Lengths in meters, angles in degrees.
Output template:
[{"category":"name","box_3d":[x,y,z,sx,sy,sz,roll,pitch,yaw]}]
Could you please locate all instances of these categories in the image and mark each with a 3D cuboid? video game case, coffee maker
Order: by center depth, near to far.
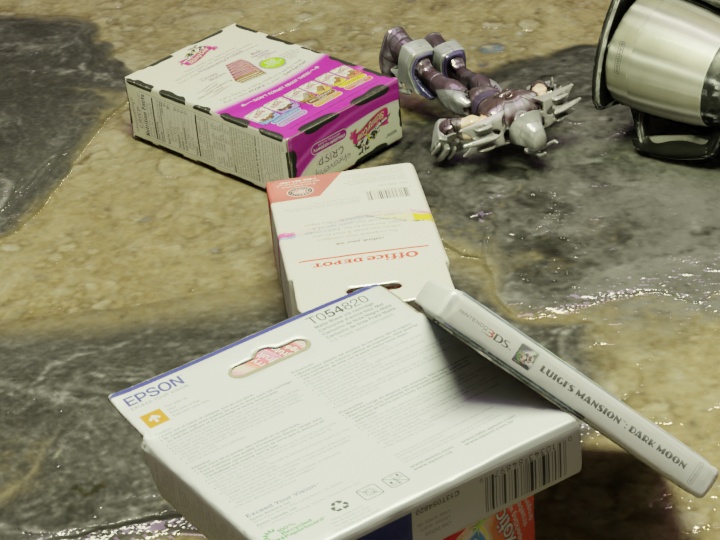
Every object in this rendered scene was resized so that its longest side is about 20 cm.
[{"category":"video game case","box_3d":[0.117,0.065,1.224,0.182,0.023,0.200,34,0,-2]},{"category":"coffee maker","box_3d":[0.318,-0.169,1.651,0.200,0.135,0.192,24,50,30]}]

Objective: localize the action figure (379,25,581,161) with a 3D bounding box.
[{"category":"action figure","box_3d":[0.100,-0.141,1.717,0.130,0.070,0.200,-14,35,-29]}]

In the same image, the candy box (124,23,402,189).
[{"category":"candy box","box_3d":[-0.083,-0.137,1.734,0.200,0.061,0.136,24,41,38]}]

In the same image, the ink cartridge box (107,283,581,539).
[{"category":"ink cartridge box","box_3d":[-0.012,0.094,1.161,0.199,0.041,0.200,-22,35,-25]}]

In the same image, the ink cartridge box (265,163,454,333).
[{"category":"ink cartridge box","box_3d":[0.000,0.000,1.487,0.116,0.068,0.200,-7,29,-4]}]

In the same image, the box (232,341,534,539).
[{"category":"box","box_3d":[0.002,0.127,1.239,0.200,0.103,0.095,24,41,38]}]
